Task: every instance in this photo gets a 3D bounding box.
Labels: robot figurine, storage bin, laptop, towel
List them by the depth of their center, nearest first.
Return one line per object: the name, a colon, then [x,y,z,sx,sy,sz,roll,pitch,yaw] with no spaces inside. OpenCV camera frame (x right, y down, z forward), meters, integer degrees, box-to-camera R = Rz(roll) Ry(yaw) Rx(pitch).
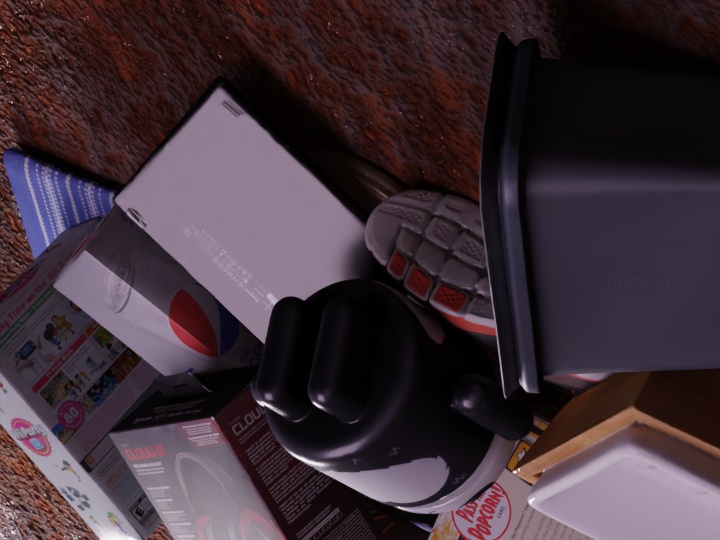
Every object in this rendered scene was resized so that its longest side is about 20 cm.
storage bin: [0.144,-0.033,1.279,0.133,0.146,0.201,2,139,10]
robot figurine: [0.017,0.083,1.475,0.200,0.125,0.150,33,-168,-49]
laptop: [-0.065,-0.023,1.586,0.187,0.116,0.200,43,122,-3]
towel: [-0.184,-0.016,1.786,0.199,0.024,0.145,21,143,28]

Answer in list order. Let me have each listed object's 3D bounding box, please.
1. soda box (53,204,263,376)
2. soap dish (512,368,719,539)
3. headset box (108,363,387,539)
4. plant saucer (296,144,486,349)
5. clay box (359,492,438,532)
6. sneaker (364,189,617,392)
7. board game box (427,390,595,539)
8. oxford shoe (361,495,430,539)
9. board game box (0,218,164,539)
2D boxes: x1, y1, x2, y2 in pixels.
soda box: [-0.124,0.039,1.709,0.200,0.064,0.068,40,142,-9]
soap dish: [0.213,0.126,1.389,0.199,0.082,0.157,25,153,-14]
headset box: [-0.081,0.155,1.655,0.148,0.075,0.201,-12,113,53]
plant saucer: [0.000,0.000,1.577,0.199,0.029,0.201,30,147,21]
clay box: [0.025,0.216,1.810,0.199,0.048,0.115,-4,126,50]
sneaker: [0.086,0.026,1.466,0.199,0.077,0.082,33,156,17]
board game box: [0.147,0.190,1.541,0.199,0.152,0.046,28,-169,23]
oxford shoe: [0.007,0.206,1.710,0.199,0.071,0.073,-7,116,52]
board game box: [-0.196,0.086,1.759,0.200,0.148,0.064,52,148,-15]
